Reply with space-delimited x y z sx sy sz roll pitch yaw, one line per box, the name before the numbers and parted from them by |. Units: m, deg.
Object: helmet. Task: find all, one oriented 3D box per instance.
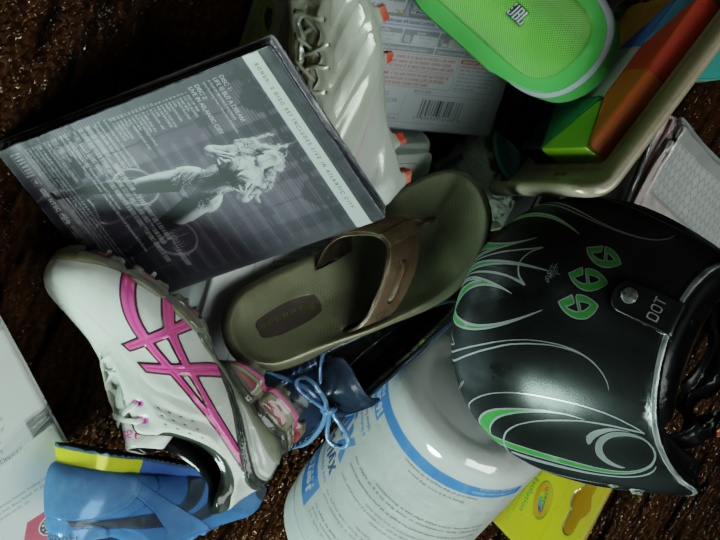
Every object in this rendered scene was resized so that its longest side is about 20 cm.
helmet | 0.152 0.046 1.444 0.200 0.190 0.201 -22 119 -47

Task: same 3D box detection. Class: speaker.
speaker | 0.085 -0.185 1.421 0.088 0.088 0.200 -50 134 5

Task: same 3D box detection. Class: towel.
towel | 0.225 -0.004 1.675 0.191 0.032 0.200 -65 151 -4

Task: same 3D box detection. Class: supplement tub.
supplement tub | 0.042 0.142 1.601 0.132 0.132 0.200 -1 145 -35

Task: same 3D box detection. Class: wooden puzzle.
wooden puzzle | 0.176 -0.125 1.476 0.037 0.185 0.200 44 81 -12

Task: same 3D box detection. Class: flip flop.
flip flop | 0.000 0.000 1.453 0.200 0.081 0.058 -27 170 -11

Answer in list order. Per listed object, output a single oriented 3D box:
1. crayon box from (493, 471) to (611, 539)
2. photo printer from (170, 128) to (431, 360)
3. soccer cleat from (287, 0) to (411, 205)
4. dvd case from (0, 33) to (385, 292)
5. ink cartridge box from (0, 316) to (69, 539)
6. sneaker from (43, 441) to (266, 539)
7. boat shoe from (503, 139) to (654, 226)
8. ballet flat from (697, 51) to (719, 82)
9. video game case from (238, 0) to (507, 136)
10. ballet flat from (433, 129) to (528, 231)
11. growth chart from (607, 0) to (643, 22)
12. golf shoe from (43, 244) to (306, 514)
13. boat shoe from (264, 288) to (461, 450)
crayon box | 0.130 0.128 1.650 0.051 0.200 0.127 9 115 -40
photo printer | -0.050 -0.009 1.520 0.166 0.069 0.200 -2 121 -34
soccer cleat | -0.021 -0.118 1.392 0.077 0.069 0.200 -25 123 -20
dvd case | -0.105 -0.058 1.397 0.200 0.016 0.149 -18 127 22
ink cartridge box | -0.273 0.115 1.440 0.146 0.085 0.200 -32 135 -14
sneaker | -0.139 0.161 1.479 0.200 0.066 0.079 14 83 -55
boat shoe | 0.155 -0.034 1.562 0.074 0.068 0.200 39 73 -41
ballet flat | 0.290 -0.188 1.637 0.200 0.067 0.068 -15 134 -25
video game case | 0.027 -0.185 1.470 0.200 0.045 0.182 3 118 -36
ballet flat | 0.121 -0.042 1.633 0.072 0.072 0.200 -49 132 4
growth chart | 0.198 -0.239 1.538 0.200 0.018 0.145 -38 143 -23
golf shoe | -0.130 0.067 1.417 0.200 0.073 0.092 42 65 -7
boat shoe | -0.016 0.064 1.497 0.200 0.069 0.084 -47 136 2
